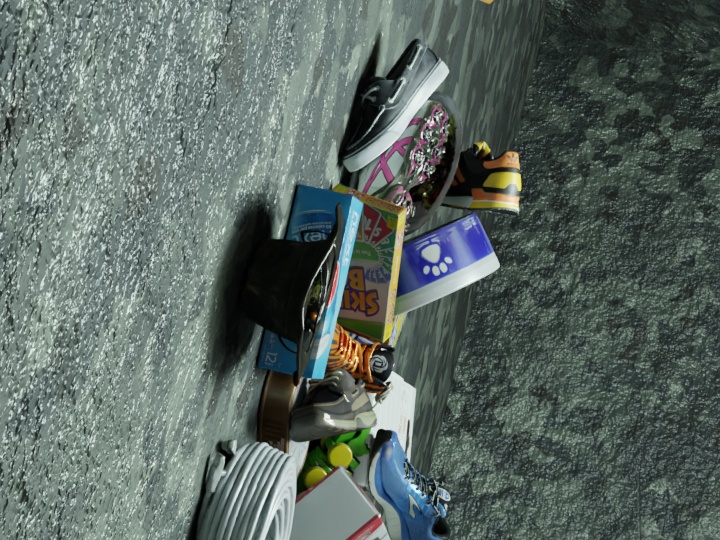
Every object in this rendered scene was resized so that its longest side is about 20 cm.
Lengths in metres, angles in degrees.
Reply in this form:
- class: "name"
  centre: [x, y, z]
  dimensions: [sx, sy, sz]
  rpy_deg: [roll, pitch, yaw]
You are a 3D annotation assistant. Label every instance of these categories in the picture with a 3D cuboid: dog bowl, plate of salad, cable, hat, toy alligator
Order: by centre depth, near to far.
- class: "hat"
  centre: [-0.071, 0.013, 1.337]
  dimensions: [0.201, 0.081, 0.201]
  rpy_deg: [16, 90, -88]
- class: "cable"
  centre: [-0.118, 0.277, 1.418]
  dimensions: [0.200, 0.069, 0.200]
  rpy_deg: [40, 63, -79]
- class: "toy alligator"
  centre: [-0.017, 0.224, 1.704]
  dimensions: [0.200, 0.054, 0.059]
  rpy_deg: [-44, -163, 0]
- class: "dog bowl"
  centre: [0.073, -0.001, 1.772]
  dimensions: [0.079, 0.200, 0.200]
  rpy_deg: [66, 13, -2]
- class: "plate of salad"
  centre: [0.064, -0.142, 1.797]
  dimensions: [0.200, 0.048, 0.200]
  rpy_deg: [-35, -134, 46]

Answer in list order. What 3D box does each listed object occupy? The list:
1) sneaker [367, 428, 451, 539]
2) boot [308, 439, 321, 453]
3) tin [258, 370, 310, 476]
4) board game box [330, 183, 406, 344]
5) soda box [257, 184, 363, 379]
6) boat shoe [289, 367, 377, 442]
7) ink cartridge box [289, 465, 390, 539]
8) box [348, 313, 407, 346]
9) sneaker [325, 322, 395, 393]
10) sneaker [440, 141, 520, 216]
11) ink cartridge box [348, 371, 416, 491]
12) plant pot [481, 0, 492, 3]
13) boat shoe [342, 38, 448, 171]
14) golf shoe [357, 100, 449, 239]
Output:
- class: "sneaker"
  centre: [0.068, 0.274, 1.742]
  dimensions: [0.079, 0.089, 0.200]
  rpy_deg: [-75, 151, -48]
- class: "boot"
  centre: [-0.053, 0.251, 1.789]
  dimensions: [0.097, 0.075, 0.200]
  rpy_deg: [-24, 116, -66]
- class: "tin"
  centre: [-0.085, 0.175, 1.584]
  dimensions: [0.112, 0.042, 0.200]
  rpy_deg: [-72, 170, -52]
- class: "board game box"
  centre: [0.000, 0.000, 1.668]
  dimensions: [0.030, 0.095, 0.200]
  rpy_deg: [-42, 146, -47]
- class: "soda box"
  centre: [-0.053, 0.014, 1.480]
  dimensions: [0.068, 0.064, 0.200]
  rpy_deg: [29, 73, -80]
- class: "boat shoe"
  centre: [-0.038, 0.151, 1.557]
  dimensions: [0.200, 0.074, 0.073]
  rpy_deg: [19, 58, -76]
- class: "ink cartridge box"
  centre: [-0.045, 0.329, 1.669]
  dimensions: [0.147, 0.083, 0.200]
  rpy_deg: [-38, 161, -8]
- class: "box"
  centre: [0.018, 0.090, 1.983]
  dimensions: [0.200, 0.064, 0.070]
  rpy_deg: [-65, 164, -49]
- class: "sneaker"
  centre: [-0.014, 0.091, 1.652]
  dimensions: [0.200, 0.112, 0.078]
  rpy_deg: [73, 31, -71]
- class: "sneaker"
  centre: [0.141, -0.123, 1.774]
  dimensions: [0.200, 0.070, 0.090]
  rpy_deg: [15, -83, 57]
- class: "ink cartridge box"
  centre: [0.023, 0.216, 1.830]
  dimensions: [0.200, 0.050, 0.161]
  rpy_deg: [44, 51, -69]
- class: "plant pot"
  centre: [0.152, -0.452, 1.763]
  dimensions: [0.184, 0.200, 0.200]
  rpy_deg: [-64, 173, 13]
- class: "boat shoe"
  centre: [0.031, -0.206, 1.682]
  dimensions: [0.200, 0.068, 0.072]
  rpy_deg: [-51, -160, -23]
- class: "golf shoe"
  centre: [0.039, -0.129, 1.700]
  dimensions: [0.200, 0.092, 0.073]
  rpy_deg: [-62, 147, -13]
